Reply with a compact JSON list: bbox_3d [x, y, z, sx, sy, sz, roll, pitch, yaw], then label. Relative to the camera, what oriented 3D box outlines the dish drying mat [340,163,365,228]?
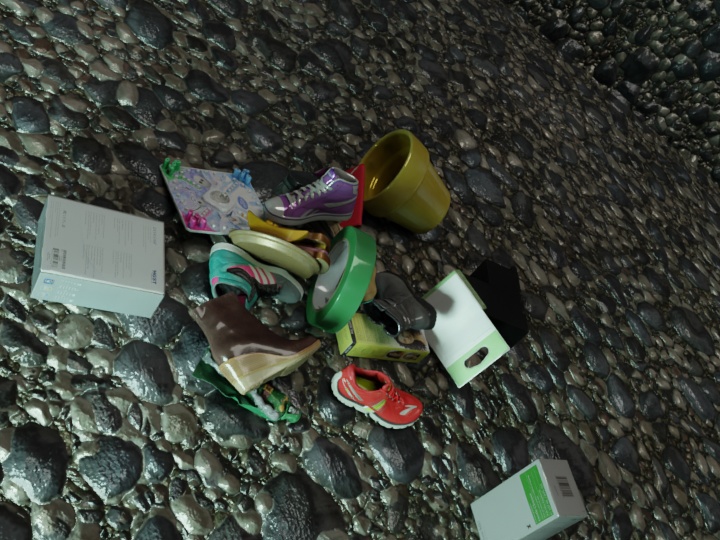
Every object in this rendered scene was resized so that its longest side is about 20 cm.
[{"bbox_3d":[-0.026,-0.161,1.701,0.018,0.076,0.203,50,31,-37],"label":"dish drying mat"}]

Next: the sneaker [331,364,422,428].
[{"bbox_3d":[0.041,0.233,1.409,0.197,0.085,0.078,23,44,-22],"label":"sneaker"}]

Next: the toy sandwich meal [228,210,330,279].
[{"bbox_3d":[-0.149,-0.047,1.411,0.202,0.204,0.072,26,71,-20],"label":"toy sandwich meal"}]

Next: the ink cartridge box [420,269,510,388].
[{"bbox_3d":[0.208,0.122,1.595,0.202,0.145,0.048,55,19,13],"label":"ink cartridge box"}]

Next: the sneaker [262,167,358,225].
[{"bbox_3d":[-0.096,-0.157,1.499,0.197,0.116,0.073,-8,48,-28],"label":"sneaker"}]

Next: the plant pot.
[{"bbox_3d":[0.107,-0.191,1.759,0.188,0.199,0.204,37,38,-30],"label":"plant pot"}]

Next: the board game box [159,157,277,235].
[{"bbox_3d":[-0.276,-0.143,1.480,0.197,0.026,0.201,4,41,-38],"label":"board game box"}]

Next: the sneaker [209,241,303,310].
[{"bbox_3d":[-0.194,0.041,1.381,0.198,0.083,0.123,27,46,-25],"label":"sneaker"}]

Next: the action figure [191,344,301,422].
[{"bbox_3d":[-0.182,0.195,1.286,0.199,0.055,0.119,40,37,-11],"label":"action figure"}]

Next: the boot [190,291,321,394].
[{"bbox_3d":[-0.172,0.102,1.275,0.198,0.072,0.168,-22,73,-45],"label":"boot"}]

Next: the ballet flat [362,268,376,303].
[{"bbox_3d":[0.000,0.000,1.531,0.201,0.067,0.064,-111,-175,-68],"label":"ballet flat"}]

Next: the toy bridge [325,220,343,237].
[{"bbox_3d":[-0.065,-0.125,1.608,0.067,0.027,0.201,40,16,-32],"label":"toy bridge"}]

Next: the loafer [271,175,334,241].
[{"bbox_3d":[-0.111,-0.108,1.609,0.201,0.063,0.072,52,9,4],"label":"loafer"}]

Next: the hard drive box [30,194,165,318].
[{"bbox_3d":[-0.429,-0.021,1.243,0.197,0.077,0.158,14,49,-30],"label":"hard drive box"}]

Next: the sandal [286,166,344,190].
[{"bbox_3d":[-0.069,-0.193,1.619,0.198,0.048,0.076,-2,42,-49],"label":"sandal"}]

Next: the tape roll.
[{"bbox_3d":[-0.039,0.017,1.439,0.047,0.201,0.203,23,44,-20],"label":"tape roll"}]

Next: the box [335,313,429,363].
[{"bbox_3d":[0.045,0.137,1.523,0.197,0.050,0.076,9,50,-34],"label":"box"}]

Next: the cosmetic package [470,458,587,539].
[{"bbox_3d":[0.301,0.434,1.364,0.083,0.200,0.109,11,46,-33],"label":"cosmetic package"}]

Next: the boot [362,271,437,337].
[{"bbox_3d":[0.052,0.061,1.524,0.130,0.071,0.199,-3,25,-41],"label":"boot"}]

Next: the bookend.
[{"bbox_3d":[0.275,0.059,1.748,0.197,0.092,0.202,21,43,-23],"label":"bookend"}]
